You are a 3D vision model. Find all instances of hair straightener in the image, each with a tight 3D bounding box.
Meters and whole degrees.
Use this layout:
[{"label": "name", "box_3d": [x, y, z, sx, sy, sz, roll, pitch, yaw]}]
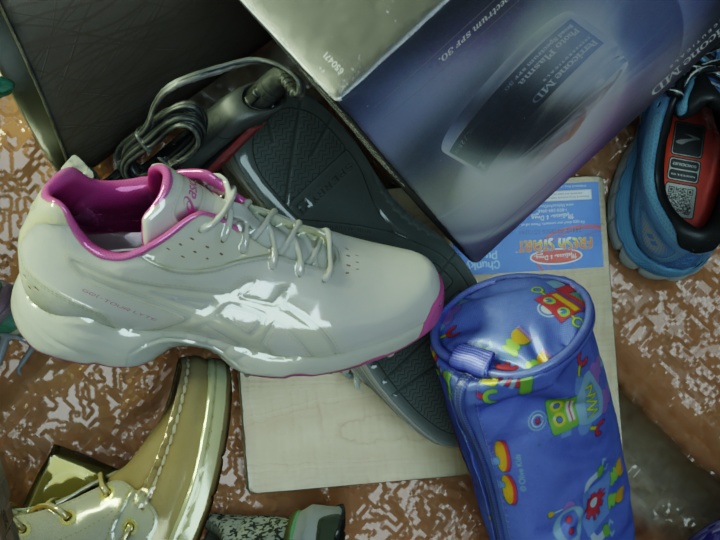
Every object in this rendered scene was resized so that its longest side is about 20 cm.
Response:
[{"label": "hair straightener", "box_3d": [-0.098, -0.041, 0.932, 0.077, 0.200, 0.041, -8, 70, -48]}]

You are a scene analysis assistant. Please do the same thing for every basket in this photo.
[{"label": "basket", "box_3d": [-0.091, -0.165, 0.964, 0.200, 0.136, 0.181, -28, 113, -12]}]

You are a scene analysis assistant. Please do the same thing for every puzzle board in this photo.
[{"label": "puzzle board", "box_3d": [0.034, 0.032, 1.040, 0.199, 0.017, 0.151, -4, 90, -9]}]

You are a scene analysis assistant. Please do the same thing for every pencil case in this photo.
[{"label": "pencil case", "box_3d": [0.088, 0.101, 0.978, 0.087, 0.078, 0.201, -41, 130, -37]}]

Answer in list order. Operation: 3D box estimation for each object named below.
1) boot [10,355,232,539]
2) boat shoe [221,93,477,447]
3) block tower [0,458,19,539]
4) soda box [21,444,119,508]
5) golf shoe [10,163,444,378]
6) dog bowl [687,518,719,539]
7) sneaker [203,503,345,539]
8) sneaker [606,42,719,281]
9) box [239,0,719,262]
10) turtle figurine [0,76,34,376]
[{"label": "boot", "box_3d": [-0.153, 0.114, 0.922, 0.154, 0.072, 0.201, 21, 87, -5]}, {"label": "boat shoe", "box_3d": [-0.002, 0.000, 1.002, 0.074, 0.065, 0.202, -42, 100, -18]}, {"label": "block tower", "box_3d": [-0.167, 0.157, 0.863, 0.058, 0.054, 0.201, -14, 96, -1]}, {"label": "soda box", "box_3d": [-0.163, 0.190, 0.986, 0.068, 0.064, 0.201, 24, 86, -7]}, {"label": "golf shoe", "box_3d": [-0.058, -0.003, 0.905, 0.199, 0.075, 0.092, 0, 131, -8]}, {"label": "dog bowl", "box_3d": [0.232, 0.210, 0.980, 0.200, 0.200, 0.079, 39, 42, -7]}, {"label": "sneaker", "box_3d": [-0.067, 0.193, 0.969, 0.088, 0.200, 0.077, 8, 132, 12]}, {"label": "sneaker", "box_3d": [0.177, -0.096, 1.023, 0.078, 0.090, 0.201, 3, 87, -9]}, {"label": "box", "box_3d": [0.064, -0.137, 0.926, 0.200, 0.198, 0.123, -42, 62, 2]}, {"label": "turtle figurine", "box_3d": [-0.225, 0.003, 0.950, 0.149, 0.101, 0.201, 5, 79, 7]}]
